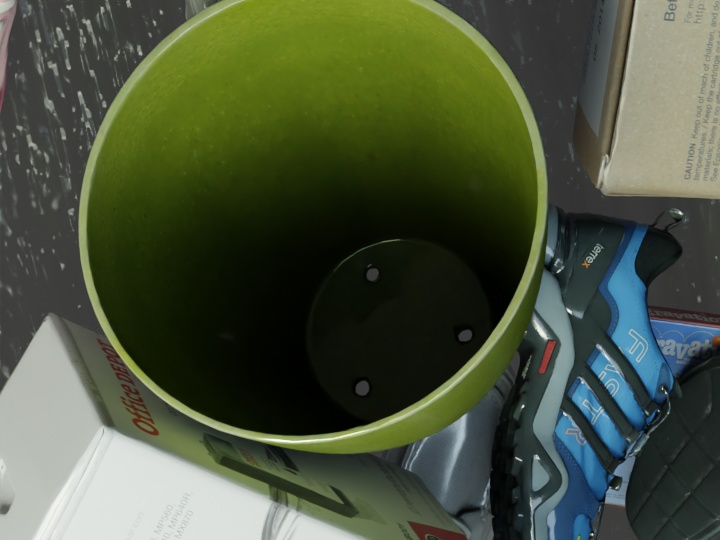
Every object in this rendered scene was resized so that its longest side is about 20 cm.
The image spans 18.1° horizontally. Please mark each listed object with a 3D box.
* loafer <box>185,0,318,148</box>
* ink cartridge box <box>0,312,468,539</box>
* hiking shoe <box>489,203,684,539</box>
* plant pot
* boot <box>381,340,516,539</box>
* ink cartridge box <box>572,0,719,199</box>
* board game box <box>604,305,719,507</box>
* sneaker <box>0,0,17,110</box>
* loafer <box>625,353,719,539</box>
[{"bbox_3d":[-0.051,-0.149,0.973,0.069,0.070,0.201,-19,121,-5],"label":"loafer"},{"bbox_3d":[-0.053,0.110,0.948,0.199,0.146,0.085,24,99,-23],"label":"ink cartridge box"},{"bbox_3d":[0.107,0.070,1.038,0.086,0.074,0.202,3,90,-6],"label":"hiking shoe"},{"bbox_3d":[0.000,0.000,0.962,0.186,0.200,0.189,-3,74,11],"label":"plant pot"},{"bbox_3d":[0.038,0.141,1.084,0.073,0.096,0.201,10,110,-12],"label":"boot"},{"bbox_3d":[0.190,-0.134,1.004,0.163,0.075,0.201,4,112,-8],"label":"ink cartridge box"},{"bbox_3d":[0.195,0.075,1.120,0.198,0.019,0.104,8,112,-11],"label":"board game box"},{"bbox_3d":[-0.178,-0.114,0.948,0.075,0.105,0.202,9,112,-13],"label":"sneaker"},{"bbox_3d":[0.203,0.061,1.069,0.072,0.073,0.200,9,128,-46],"label":"loafer"}]
